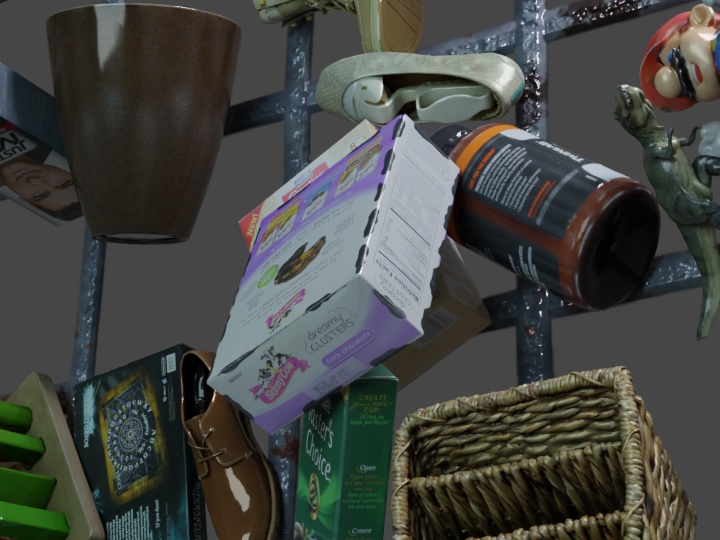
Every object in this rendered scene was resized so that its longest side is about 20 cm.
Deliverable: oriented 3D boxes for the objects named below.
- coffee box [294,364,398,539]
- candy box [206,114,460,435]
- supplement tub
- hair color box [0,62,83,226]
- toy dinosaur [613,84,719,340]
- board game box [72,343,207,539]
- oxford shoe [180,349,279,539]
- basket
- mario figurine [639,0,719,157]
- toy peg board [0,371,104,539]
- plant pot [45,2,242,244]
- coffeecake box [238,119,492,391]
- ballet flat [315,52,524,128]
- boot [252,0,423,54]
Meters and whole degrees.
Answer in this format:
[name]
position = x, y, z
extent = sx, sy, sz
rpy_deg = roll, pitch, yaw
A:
[coffee box]
position = -0.015, 0.162, 1.287
extent = 0.123, 0.043, 0.203
rpy_deg = -137, 51, -69
[candy box]
position = -0.018, 0.002, 1.254
extent = 0.167, 0.071, 0.201
rpy_deg = -34, 25, 34
[supplement tub]
position = 0.133, -0.052, 1.313
extent = 0.199, 0.107, 0.108
rpy_deg = 30, 89, 40
[hair color box]
position = -0.323, -0.120, 1.605
extent = 0.098, 0.200, 0.061
rpy_deg = -19, 59, 27
[toy dinosaur]
position = 0.254, -0.054, 1.219
extent = 0.087, 0.047, 0.202
rpy_deg = -17, 99, 35
[board game box]
position = -0.202, 0.180, 1.505
extent = 0.134, 0.028, 0.202
rpy_deg = -20, 61, 28
[oxford shoe]
position = -0.123, 0.160, 1.431
extent = 0.071, 0.071, 0.202
rpy_deg = -30, 58, 20
[basket]
position = 0.118, 0.180, 1.170
extent = 0.198, 0.150, 0.143
rpy_deg = -13, 30, 30
[mario figurine]
position = 0.271, -0.146, 1.231
extent = 0.199, 0.105, 0.125
rpy_deg = 8, 85, 63
[toy peg board]
position = -0.356, 0.222, 1.532
extent = 0.199, 0.097, 0.201
rpy_deg = -46, 49, 21
[plant pot]
position = -0.205, -0.129, 1.559
extent = 0.185, 0.186, 0.203
rpy_deg = -3, 84, 34
[coffeecake box]
position = 0.000, 0.000, 1.408
extent = 0.153, 0.073, 0.201
rpy_deg = -37, 53, 18
[ballet flat]
position = 0.042, -0.152, 1.425
extent = 0.198, 0.068, 0.063
rpy_deg = -4, 37, 25
[boot]
position = -0.026, -0.250, 1.531
extent = 0.154, 0.073, 0.202
rpy_deg = -20, 59, 27
